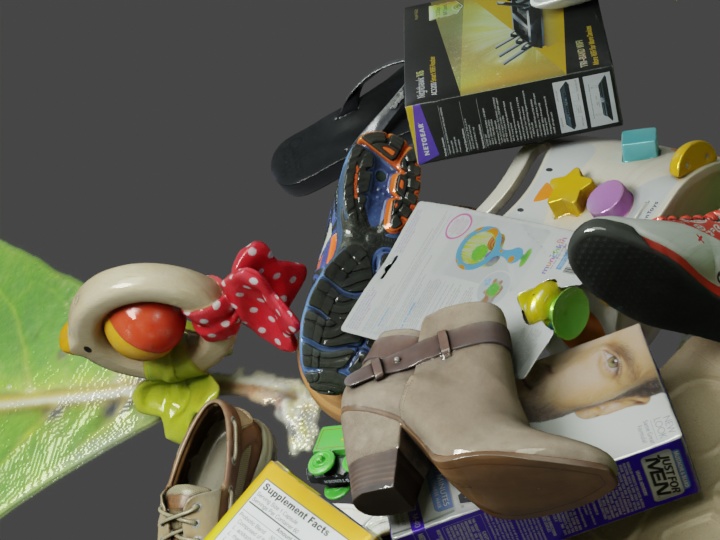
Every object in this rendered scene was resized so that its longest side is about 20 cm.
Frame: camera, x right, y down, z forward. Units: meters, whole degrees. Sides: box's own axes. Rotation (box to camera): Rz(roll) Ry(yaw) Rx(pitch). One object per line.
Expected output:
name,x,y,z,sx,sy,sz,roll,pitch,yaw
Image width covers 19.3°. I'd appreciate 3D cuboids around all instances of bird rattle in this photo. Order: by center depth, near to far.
bird rattle,-0.139,0.046,1.609,0.200,0.162,0.114,-39,43,52

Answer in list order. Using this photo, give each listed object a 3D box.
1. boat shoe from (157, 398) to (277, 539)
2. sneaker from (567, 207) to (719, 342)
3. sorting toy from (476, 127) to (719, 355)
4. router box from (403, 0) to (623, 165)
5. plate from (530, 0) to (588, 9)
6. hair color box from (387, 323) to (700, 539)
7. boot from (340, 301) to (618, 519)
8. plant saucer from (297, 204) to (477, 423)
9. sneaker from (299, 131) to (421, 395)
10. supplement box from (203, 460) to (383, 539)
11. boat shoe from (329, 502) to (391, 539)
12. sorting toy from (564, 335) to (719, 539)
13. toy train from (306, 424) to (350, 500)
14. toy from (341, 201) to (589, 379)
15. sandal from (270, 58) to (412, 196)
boat shoe,-0.123,0.186,1.562,0.075,0.072,0.201,-8,52,29
sneaker,0.231,-0.014,1.422,0.067,0.200,0.108,124,162,-47
sorting toy,0.162,-0.034,1.526,0.179,0.107,0.201,21,69,44
router box,0.113,-0.159,1.627,0.156,0.053,0.200,-11,28,6
plate,0.236,-0.284,1.643,0.198,0.032,0.201,-14,42,27
hair color box,0.111,0.122,1.396,0.199,0.065,0.110,-19,42,4
boot,0.075,0.084,1.353,0.198,0.070,0.147,-6,46,23
plant saucer,0.035,0.028,1.611,0.199,0.037,0.201,-18,48,21
sneaker,0.000,0.000,1.588,0.075,0.078,0.201,18,74,-5
supplement box,-0.063,0.242,1.329,0.200,0.110,0.109,-49,46,-11
boat shoe,0.023,0.195,1.458,0.199,0.069,0.071,15,66,41
sorting toy,0.224,0.149,1.390,0.200,0.037,0.185,-42,43,-9
toy train,0.051,0.130,1.517,0.199,0.042,0.057,-7,41,30
toy,0.085,0.020,1.479,0.199,0.047,0.116,11,64,54
sandal,0.011,-0.129,1.750,0.199,0.043,0.076,-33,44,7
